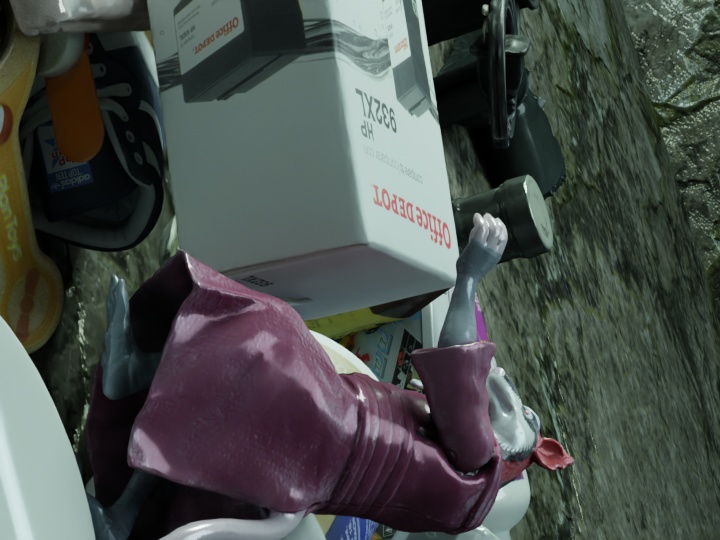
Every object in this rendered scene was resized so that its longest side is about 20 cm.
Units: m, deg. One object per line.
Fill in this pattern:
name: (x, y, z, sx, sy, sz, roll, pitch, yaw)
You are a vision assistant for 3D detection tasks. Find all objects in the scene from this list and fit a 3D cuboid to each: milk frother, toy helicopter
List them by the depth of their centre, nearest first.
toy helicopter: (-0.151, -0.060, 0.816, 0.132, 0.079, 0.201, -41, 132, -45)
milk frother: (0.009, -0.148, 1.201, 0.200, 0.187, 0.181, -57, 127, -73)

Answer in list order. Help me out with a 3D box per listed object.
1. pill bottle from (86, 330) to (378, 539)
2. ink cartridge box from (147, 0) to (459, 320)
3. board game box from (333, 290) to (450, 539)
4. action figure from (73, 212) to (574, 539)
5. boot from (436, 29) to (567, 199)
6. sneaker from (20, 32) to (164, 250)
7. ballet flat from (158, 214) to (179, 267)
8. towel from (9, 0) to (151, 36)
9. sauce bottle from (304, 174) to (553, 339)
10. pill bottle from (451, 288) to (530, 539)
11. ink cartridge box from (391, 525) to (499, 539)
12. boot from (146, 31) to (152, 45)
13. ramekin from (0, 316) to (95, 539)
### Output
pill bottle: (-0.060, 0.114, 0.872, 0.120, 0.119, 0.200, 68, 22, -15)
ink cartridge box: (-0.025, -0.089, 0.856, 0.145, 0.083, 0.201, 22, 59, -71)
board game box: (-0.013, 0.075, 1.047, 0.035, 0.126, 0.201, 56, 23, -43)
action figure: (-0.004, 0.064, 0.751, 0.199, 0.134, 0.150, 11, 47, -22)
boot: (0.128, -0.126, 1.766, 0.199, 0.073, 0.163, -76, 148, -60)
sneaker: (-0.140, -0.097, 0.890, 0.109, 0.070, 0.200, -91, 160, -46)
ballet flat: (-0.064, -0.011, 0.938, 0.200, 0.069, 0.070, -84, 152, -70)
towel: (-0.127, -0.195, 0.828, 0.201, 0.032, 0.191, 69, 17, -1)
sauce bottle: (0.000, 0.000, 1.034, 0.066, 0.199, 0.066, -15, 90, -72)
pill bottle: (0.039, 0.105, 1.200, 0.112, 0.112, 0.201, 7, 67, -71)
ink cartridge box: (0.024, 0.226, 0.958, 0.201, 0.043, 0.174, -57, 146, -10)
boot: (-0.039, -0.169, 1.071, 0.175, 0.199, 0.067, -6, 79, -72)
ramekin: (-0.163, 0.088, 0.624, 0.200, 0.097, 0.202, -17, 90, -73)
